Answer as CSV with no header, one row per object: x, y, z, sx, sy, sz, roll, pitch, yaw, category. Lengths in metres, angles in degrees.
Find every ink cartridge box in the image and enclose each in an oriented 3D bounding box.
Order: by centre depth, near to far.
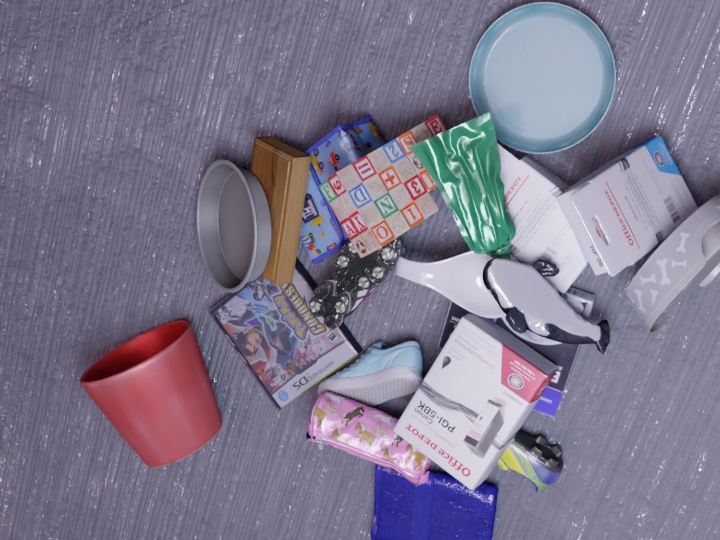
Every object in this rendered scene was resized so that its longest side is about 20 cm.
0.330,-0.076,1.223,0.068,0.199,0.117,-24,95,56,ink cartridge box
0.240,-0.078,1.333,0.200,0.068,0.116,38,112,7,ink cartridge box
0.160,0.182,1.352,0.146,0.083,0.201,34,105,17,ink cartridge box
0.217,0.099,1.398,0.197,0.043,0.202,19,110,16,ink cartridge box

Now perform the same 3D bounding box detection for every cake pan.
-0.193,-0.068,1.461,0.200,0.036,0.202,13,106,54,cake pan

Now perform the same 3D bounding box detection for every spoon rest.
0.136,0.009,1.355,0.198,0.061,0.100,11,106,22,spoon rest

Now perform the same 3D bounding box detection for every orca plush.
0.244,0.047,1.305,0.198,0.071,0.106,17,76,-14,orca plush

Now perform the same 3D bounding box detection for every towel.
0.115,0.376,1.501,0.198,0.050,0.149,11,109,19,towel

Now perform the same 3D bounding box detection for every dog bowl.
0.418,-0.012,1.221,0.059,0.200,0.201,45,114,21,dog bowl

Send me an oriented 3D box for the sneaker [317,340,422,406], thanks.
0.020,0.156,1.481,0.199,0.083,0.074,-15,140,36,sneaker

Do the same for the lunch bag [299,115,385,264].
-0.040,-0.112,1.431,0.199,0.094,0.151,-29,90,37,lunch bag

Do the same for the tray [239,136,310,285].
-0.132,-0.089,1.443,0.098,0.037,0.202,30,119,40,tray

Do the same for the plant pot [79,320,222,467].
-0.324,0.205,1.552,0.199,0.201,0.178,-19,105,23,plant pot

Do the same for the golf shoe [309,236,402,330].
0.000,0.000,1.412,0.077,0.088,0.200,48,125,6,golf shoe

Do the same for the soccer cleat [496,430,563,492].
0.206,0.255,1.429,0.199,0.065,0.084,35,121,11,soccer cleat

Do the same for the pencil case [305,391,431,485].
0.018,0.253,1.450,0.198,0.083,0.087,20,80,5,pencil case

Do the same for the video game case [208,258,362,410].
-0.122,0.096,1.531,0.180,0.025,0.201,-37,89,24,video game case

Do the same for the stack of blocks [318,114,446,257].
0.055,-0.118,1.323,0.116,0.199,0.058,58,149,-3,stack of blocks

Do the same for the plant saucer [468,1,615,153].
0.247,-0.261,1.311,0.198,0.027,0.202,4,103,19,plant saucer

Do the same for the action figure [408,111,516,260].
0.157,-0.098,1.292,0.117,0.055,0.201,-20,98,19,action figure
